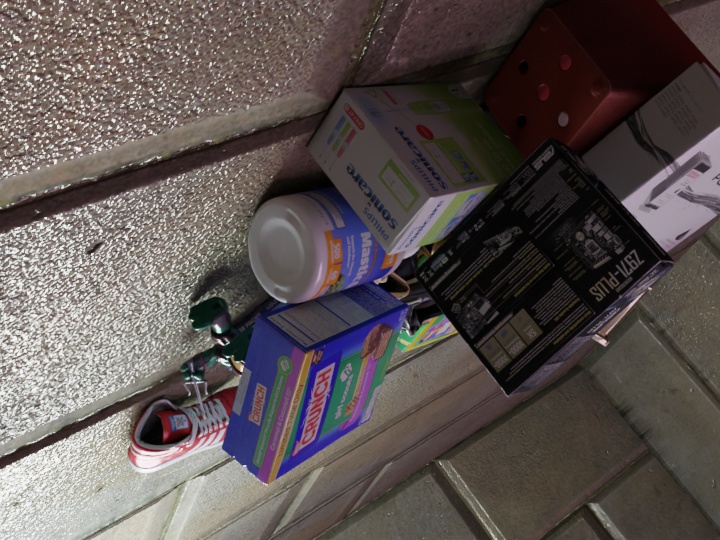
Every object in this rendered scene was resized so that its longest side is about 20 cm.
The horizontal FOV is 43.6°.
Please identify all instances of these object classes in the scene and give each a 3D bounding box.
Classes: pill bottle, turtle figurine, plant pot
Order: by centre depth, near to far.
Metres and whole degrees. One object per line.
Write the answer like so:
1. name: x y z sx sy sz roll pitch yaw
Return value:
1. pill bottle: -0.017 -0.037 0.992 0.199 0.113 0.112 -16 151 -47
2. plant pot: 0.266 -0.200 1.042 0.175 0.201 0.201 -4 143 -40
3. turtle figurine: -0.143 0.120 1.083 0.101 0.148 0.201 -60 159 -31

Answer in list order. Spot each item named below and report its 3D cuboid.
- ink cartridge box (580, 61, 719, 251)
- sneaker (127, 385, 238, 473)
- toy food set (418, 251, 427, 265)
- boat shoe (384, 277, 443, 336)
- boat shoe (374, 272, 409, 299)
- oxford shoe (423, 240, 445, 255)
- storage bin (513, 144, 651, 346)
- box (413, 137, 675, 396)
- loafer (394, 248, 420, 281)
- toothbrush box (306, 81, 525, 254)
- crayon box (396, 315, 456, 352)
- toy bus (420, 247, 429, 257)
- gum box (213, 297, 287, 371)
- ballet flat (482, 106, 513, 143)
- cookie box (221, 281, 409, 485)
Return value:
1. ink cartridge box: 0.333 -0.105 0.976 0.146 0.084 0.200 21 129 -42
2. sneaker: -0.221 0.202 1.221 0.198 0.072 0.113 -27 161 -24
3. toy food set: 0.116 0.000 1.409 0.198 0.049 0.199 -49 158 28
4. boat shoe: 0.065 0.055 1.233 0.198 0.063 0.073 -26 154 10
5. boat shoe: 0.000 0.000 1.119 0.075 0.073 0.199 -12 163 26
6. oxford shoe: 0.098 -0.064 1.123 0.070 0.200 0.072 8 111 -10
7. storage bin: 0.235 -0.043 1.107 0.094 0.197 0.201 -52 -163 28
8. box: 0.182 -0.002 0.910 0.200 0.164 0.086 -46 159 19
9. loafer: 0.042 -0.023 1.216 0.069 0.069 0.201 -7 162 0
10. toothbrush box: 0.067 -0.111 0.927 0.199 0.146 0.086 -16 152 -47
11. crayon box: 0.136 0.049 1.394 0.199 0.058 0.119 -13 148 -51
12. toy bus: 0.187 -0.035 1.299 0.198 0.078 0.066 4 119 -32
13. gum box: -0.088 0.082 1.232 0.169 0.045 0.200 -39 160 2
14. ballet flat: 0.104 -0.122 1.096 0.199 0.063 0.067 -39 161 3
15. cookie box: -0.047 0.116 0.996 0.199 0.075 0.173 -20 135 -53
